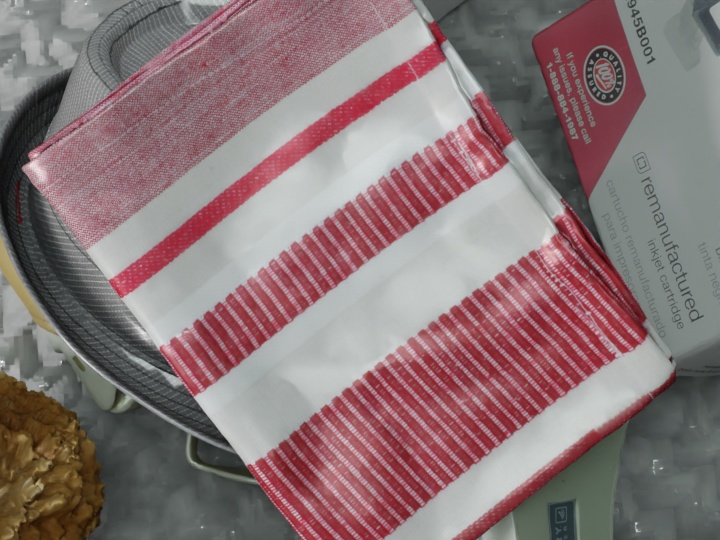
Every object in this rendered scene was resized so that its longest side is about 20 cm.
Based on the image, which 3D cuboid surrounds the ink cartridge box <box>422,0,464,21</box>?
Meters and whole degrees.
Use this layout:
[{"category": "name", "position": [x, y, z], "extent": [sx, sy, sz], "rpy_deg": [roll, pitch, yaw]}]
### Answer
[{"category": "ink cartridge box", "position": [-0.025, -0.176, 0.847], "extent": [0.084, 0.200, 0.146], "rpy_deg": [-34, 77, -8]}]

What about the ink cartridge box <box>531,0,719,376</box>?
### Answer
[{"category": "ink cartridge box", "position": [0.177, -0.064, 0.812], "extent": [0.199, 0.085, 0.147], "rpy_deg": [-29, 72, 36]}]

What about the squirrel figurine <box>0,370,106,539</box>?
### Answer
[{"category": "squirrel figurine", "position": [-0.128, 0.127, 0.815], "extent": [0.185, 0.142, 0.201], "rpy_deg": [-17, 78, -7]}]

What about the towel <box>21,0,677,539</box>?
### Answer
[{"category": "towel", "position": [0.000, 0.000, 0.766], "extent": [0.144, 0.023, 0.200], "rpy_deg": [-37, 97, -3]}]

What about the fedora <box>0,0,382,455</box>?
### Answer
[{"category": "fedora", "position": [-0.041, -0.034, 0.832], "extent": [0.176, 0.091, 0.200], "rpy_deg": [-27, 61, -36]}]

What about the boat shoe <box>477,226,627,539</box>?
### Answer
[{"category": "boat shoe", "position": [0.055, 0.080, 0.833], "extent": [0.070, 0.071, 0.202], "rpy_deg": [1, 88, -35]}]

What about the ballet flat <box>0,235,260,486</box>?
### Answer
[{"category": "ballet flat", "position": [-0.069, 0.040, 0.868], "extent": [0.199, 0.069, 0.063], "rpy_deg": [25, 95, 11]}]
